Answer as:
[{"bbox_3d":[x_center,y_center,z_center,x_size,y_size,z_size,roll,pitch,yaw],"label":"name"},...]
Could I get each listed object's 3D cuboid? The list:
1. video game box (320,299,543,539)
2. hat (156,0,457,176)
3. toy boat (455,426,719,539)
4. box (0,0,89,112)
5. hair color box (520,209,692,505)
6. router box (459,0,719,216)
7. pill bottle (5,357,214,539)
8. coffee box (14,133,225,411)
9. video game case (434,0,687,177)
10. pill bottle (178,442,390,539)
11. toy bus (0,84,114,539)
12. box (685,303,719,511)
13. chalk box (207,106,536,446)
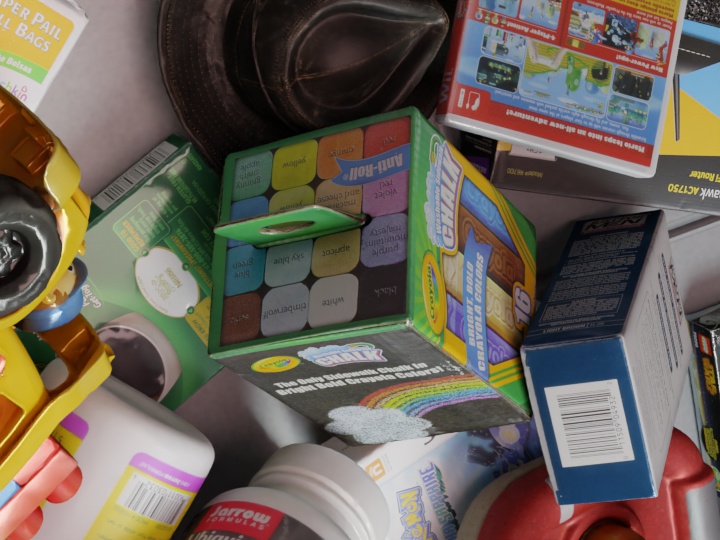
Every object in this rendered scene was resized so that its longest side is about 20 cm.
[{"bbox_3d":[0.086,0.149,1.087,0.182,0.047,0.201,-32,115,-22],"label":"video game box"},{"bbox_3d":[-0.007,-0.129,0.953,0.200,0.081,0.202,-7,104,-31],"label":"hat"},{"bbox_3d":[0.155,0.178,1.031,0.199,0.131,0.131,-21,110,-29],"label":"toy boat"},{"bbox_3d":[-0.238,-0.077,0.862,0.101,0.112,0.201,30,93,-28],"label":"box"},{"bbox_3d":[0.149,0.046,1.011,0.060,0.200,0.100,-8,109,20],"label":"hair color box"},{"bbox_3d":[0.168,-0.117,1.058,0.199,0.051,0.150,5,102,-26],"label":"router box"},{"bbox_3d":[-0.168,0.154,0.907,0.104,0.104,0.201,32,88,-27],"label":"pill bottle"},{"bbox_3d":[-0.143,0.030,0.971,0.200,0.044,0.123,-42,115,-8],"label":"coffee box"},{"bbox_3d":[0.125,-0.166,0.982,0.142,0.017,0.201,13,86,-25],"label":"video game case"},{"bbox_3d":[-0.061,0.187,0.912,0.200,0.110,0.111,-54,125,-45],"label":"pill bottle"},{"bbox_3d":[-0.184,0.037,0.795,0.200,0.136,0.192,-48,133,-7],"label":"toy bus"},{"bbox_3d":[0.301,0.106,1.186,0.136,0.040,0.201,-20,111,-18],"label":"box"},{"bbox_3d":[0.000,0.000,0.920,0.200,0.124,0.125,40,46,-52],"label":"chalk box"}]
